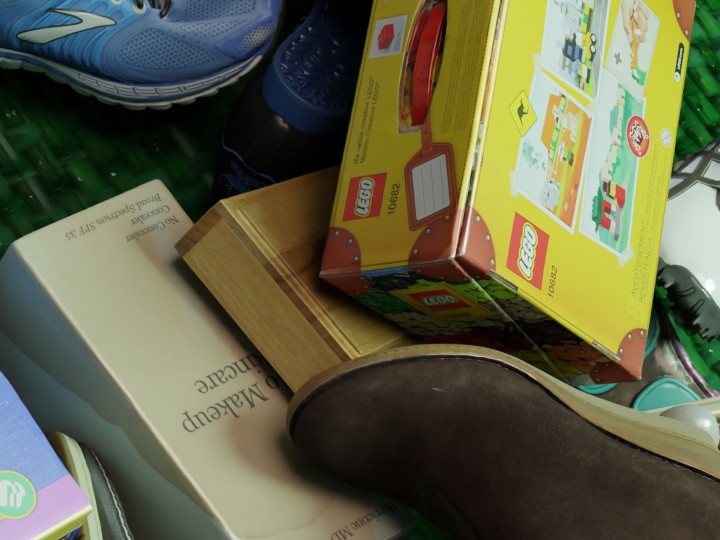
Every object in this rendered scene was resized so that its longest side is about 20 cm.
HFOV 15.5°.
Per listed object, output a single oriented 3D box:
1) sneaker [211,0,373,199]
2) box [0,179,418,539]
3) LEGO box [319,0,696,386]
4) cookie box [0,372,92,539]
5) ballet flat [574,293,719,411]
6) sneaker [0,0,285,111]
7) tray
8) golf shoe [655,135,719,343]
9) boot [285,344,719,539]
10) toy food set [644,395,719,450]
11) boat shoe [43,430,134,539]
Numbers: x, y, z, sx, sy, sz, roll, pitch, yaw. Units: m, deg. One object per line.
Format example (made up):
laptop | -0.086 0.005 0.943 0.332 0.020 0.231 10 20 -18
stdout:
sneaker | -0.020 -0.088 1.330 0.070 0.078 0.200 40 27 4
box | -0.077 0.069 1.174 0.095 0.078 0.200 -28 73 -40
LEGO box | 0.071 -0.064 1.201 0.149 0.077 0.200 33 60 -44
cookie box | -0.210 0.140 0.972 0.171 0.200 0.075 -28 74 -39
ballet flat | 0.133 0.053 1.305 0.069 0.071 0.200 -39 89 -7
sneaker | -0.134 -0.133 1.256 0.200 0.089 0.079 3 57 -9
tray | 0.000 0.000 1.236 0.099 0.037 0.200 50 25 9
golf shoe | 0.190 -0.033 1.333 0.078 0.094 0.200 51 24 -10
boot | 0.067 0.107 1.079 0.200 0.072 0.166 8 33 -5
toy food set | 0.201 0.104 1.214 0.200 0.060 0.144 -8 59 -33
boat shoe | -0.107 0.160 1.107 0.065 0.073 0.200 17 47 -38
